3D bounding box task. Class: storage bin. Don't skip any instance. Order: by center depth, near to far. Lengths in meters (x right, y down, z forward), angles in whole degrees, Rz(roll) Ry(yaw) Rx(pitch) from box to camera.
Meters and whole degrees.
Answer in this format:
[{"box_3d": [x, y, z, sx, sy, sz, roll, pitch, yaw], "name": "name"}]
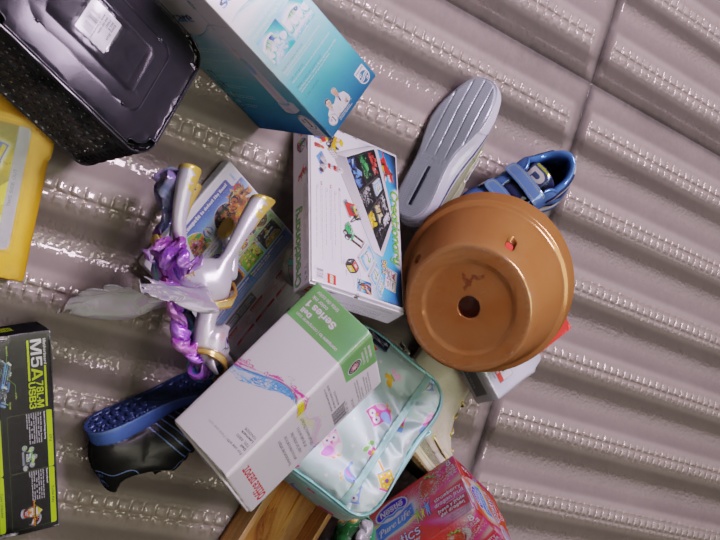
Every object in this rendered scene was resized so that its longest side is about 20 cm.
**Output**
[{"box_3d": [-0.257, -0.207, 1.040, 0.200, 0.093, 0.137, 46, 56, -34], "name": "storage bin"}]

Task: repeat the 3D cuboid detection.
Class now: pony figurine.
[{"box_3d": [-0.174, 0.005, 1.128, 0.192, 0.165, 0.203, 21, 72, -44], "name": "pony figurine"}]

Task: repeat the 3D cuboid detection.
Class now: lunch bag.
[{"box_3d": [-0.004, 0.168, 1.293, 0.160, 0.077, 0.201, 37, 68, -2], "name": "lunch bag"}]

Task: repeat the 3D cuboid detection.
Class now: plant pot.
[{"box_3d": [0.128, 0.025, 1.256, 0.140, 0.197, 0.204, -38, 130, -70], "name": "plant pot"}]

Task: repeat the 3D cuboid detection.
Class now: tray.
[{"box_3d": [-0.112, 0.318, 1.317, 0.099, 0.037, 0.201, 41, 74, -34], "name": "tray"}]

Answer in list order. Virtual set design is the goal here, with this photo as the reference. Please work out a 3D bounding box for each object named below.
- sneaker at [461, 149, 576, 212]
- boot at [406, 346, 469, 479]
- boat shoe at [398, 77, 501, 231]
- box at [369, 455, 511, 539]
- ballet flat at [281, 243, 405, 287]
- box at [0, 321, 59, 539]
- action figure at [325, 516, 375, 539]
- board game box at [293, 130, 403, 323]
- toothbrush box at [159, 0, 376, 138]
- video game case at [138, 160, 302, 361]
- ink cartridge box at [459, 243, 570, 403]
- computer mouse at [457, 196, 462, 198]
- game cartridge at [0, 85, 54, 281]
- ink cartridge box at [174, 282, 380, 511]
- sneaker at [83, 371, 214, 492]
[{"box_3d": [0.186, -0.094, 1.405, 0.199, 0.082, 0.074, -31, 80, -32], "name": "sneaker"}, {"box_3d": [0.106, 0.180, 1.425, 0.155, 0.072, 0.201, -50, 120, -19], "name": "boot"}, {"box_3d": [0.105, -0.135, 1.369, 0.202, 0.071, 0.062, -58, 150, -7], "name": "boat shoe"}, {"box_3d": [0.069, 0.328, 1.365, 0.199, 0.096, 0.100, -37, 124, 11], "name": "box"}, {"box_3d": [0.000, 0.000, 1.296, 0.198, 0.063, 0.069, 2, 90, -44], "name": "ballet flat"}, {"box_3d": [-0.383, 0.161, 1.080, 0.191, 0.047, 0.204, -9, 104, -37], "name": "box"}, {"box_3d": [-0.029, 0.345, 1.316, 0.055, 0.117, 0.202, 45, 47, -29], "name": "action figure"}, {"box_3d": [-0.013, -0.054, 1.241, 0.125, 0.034, 0.203, 19, 55, -33], "name": "board game box"}, {"box_3d": [-0.104, -0.230, 1.136, 0.200, 0.146, 0.086, 43, 75, -33], "name": "toothbrush box"}, {"box_3d": [-0.129, 0.003, 1.248, 0.144, 0.018, 0.200, -51, 124, -16], "name": "video game case"}, {"box_3d": [0.181, 0.045, 1.416, 0.199, 0.050, 0.164, -31, 95, -34], "name": "ink cartridge box"}, {"box_3d": [0.156, 0.006, 1.346, 0.058, 0.034, 0.202, -37, 107, -30], "name": "computer mouse"}, {"box_3d": [-0.368, -0.103, 1.042, 0.174, 0.032, 0.203, 11, 94, -37], "name": "game cartridge"}, {"box_3d": [-0.079, 0.132, 1.168, 0.200, 0.084, 0.145, -44, 159, -14], "name": "ink cartridge box"}, {"box_3d": [-0.192, 0.162, 1.210, 0.198, 0.070, 0.079, -19, 116, -25], "name": "sneaker"}]
